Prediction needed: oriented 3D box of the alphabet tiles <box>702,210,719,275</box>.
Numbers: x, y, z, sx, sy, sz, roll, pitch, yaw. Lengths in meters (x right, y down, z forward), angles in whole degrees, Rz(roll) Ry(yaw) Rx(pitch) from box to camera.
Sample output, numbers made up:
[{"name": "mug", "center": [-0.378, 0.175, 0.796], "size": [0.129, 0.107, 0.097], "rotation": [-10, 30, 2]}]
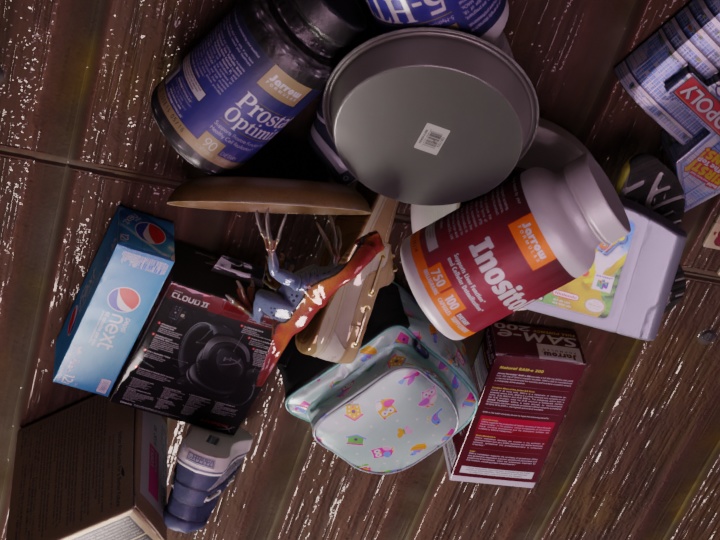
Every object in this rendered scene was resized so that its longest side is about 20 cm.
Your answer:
[{"name": "alphabet tiles", "center": [0.479, -0.048, 1.689], "size": [0.199, 0.006, 0.167], "rotation": [10, 127, -14]}]

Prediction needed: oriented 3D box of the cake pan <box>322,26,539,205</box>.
[{"name": "cake pan", "center": [0.063, -0.132, 1.419], "size": [0.199, 0.037, 0.201], "rotation": [4, 138, 3]}]

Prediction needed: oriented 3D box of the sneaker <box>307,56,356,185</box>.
[{"name": "sneaker", "center": [0.043, -0.117, 1.524], "size": [0.199, 0.070, 0.109], "rotation": [29, 121, -2]}]

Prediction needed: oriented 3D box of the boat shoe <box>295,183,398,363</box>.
[{"name": "boat shoe", "center": [0.000, 0.000, 1.589], "size": [0.069, 0.074, 0.201], "rotation": [24, 88, -26]}]

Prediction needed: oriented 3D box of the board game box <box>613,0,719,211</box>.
[{"name": "board game box", "center": [0.357, -0.161, 1.550], "size": [0.200, 0.062, 0.200], "rotation": [34, 117, -29]}]

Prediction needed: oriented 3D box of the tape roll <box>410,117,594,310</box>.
[{"name": "tape roll", "center": [0.151, -0.058, 1.575], "size": [0.202, 0.037, 0.204], "rotation": [3, 109, 9]}]

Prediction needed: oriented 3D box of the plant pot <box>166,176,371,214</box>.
[{"name": "plant pot", "center": [-0.088, -0.072, 1.512], "size": [0.199, 0.200, 0.028], "rotation": [2, 90, -8]}]

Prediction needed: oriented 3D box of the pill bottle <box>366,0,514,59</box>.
[{"name": "pill bottle", "center": [0.067, -0.251, 1.407], "size": [0.119, 0.120, 0.200], "rotation": [-21, 127, 10]}]

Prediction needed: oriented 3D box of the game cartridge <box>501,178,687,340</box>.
[{"name": "game cartridge", "center": [0.213, -0.017, 1.542], "size": [0.199, 0.040, 0.134], "rotation": [14, 107, 4]}]

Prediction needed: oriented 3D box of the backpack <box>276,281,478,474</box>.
[{"name": "backpack", "center": [0.031, 0.127, 1.681], "size": [0.176, 0.154, 0.200], "rotation": [-38, 137, 17]}]

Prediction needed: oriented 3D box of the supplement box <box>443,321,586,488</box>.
[{"name": "supplement box", "center": [0.172, 0.155, 1.780], "size": [0.108, 0.061, 0.201], "rotation": [7, 128, -13]}]

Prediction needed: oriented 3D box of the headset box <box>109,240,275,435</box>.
[{"name": "headset box", "center": [-0.163, 0.067, 1.661], "size": [0.148, 0.077, 0.200], "rotation": [17, 124, -20]}]

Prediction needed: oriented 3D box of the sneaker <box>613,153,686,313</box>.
[{"name": "sneaker", "center": [0.282, -0.045, 1.614], "size": [0.078, 0.090, 0.201], "rotation": [-21, 132, -12]}]

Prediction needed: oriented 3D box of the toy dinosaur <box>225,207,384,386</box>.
[{"name": "toy dinosaur", "center": [-0.040, 0.017, 1.523], "size": [0.105, 0.181, 0.201], "rotation": [-27, 111, -35]}]

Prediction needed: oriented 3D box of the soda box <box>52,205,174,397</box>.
[{"name": "soda box", "center": [-0.258, 0.034, 1.628], "size": [0.064, 0.068, 0.200], "rotation": [18, 124, -20]}]

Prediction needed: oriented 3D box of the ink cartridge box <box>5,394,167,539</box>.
[{"name": "ink cartridge box", "center": [-0.295, 0.233, 1.699], "size": [0.164, 0.200, 0.075], "rotation": [-23, 128, 13]}]

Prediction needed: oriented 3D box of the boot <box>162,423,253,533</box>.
[{"name": "boot", "center": [-0.173, 0.221, 1.703], "size": [0.072, 0.200, 0.091], "rotation": [21, 96, 6]}]

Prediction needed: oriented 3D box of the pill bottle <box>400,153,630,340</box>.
[{"name": "pill bottle", "center": [0.147, -0.026, 1.471], "size": [0.199, 0.113, 0.113], "rotation": [-30, 126, 17]}]

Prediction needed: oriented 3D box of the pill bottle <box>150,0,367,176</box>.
[{"name": "pill bottle", "center": [-0.092, -0.189, 1.443], "size": [0.112, 0.112, 0.200], "rotation": [35, 117, -29]}]
